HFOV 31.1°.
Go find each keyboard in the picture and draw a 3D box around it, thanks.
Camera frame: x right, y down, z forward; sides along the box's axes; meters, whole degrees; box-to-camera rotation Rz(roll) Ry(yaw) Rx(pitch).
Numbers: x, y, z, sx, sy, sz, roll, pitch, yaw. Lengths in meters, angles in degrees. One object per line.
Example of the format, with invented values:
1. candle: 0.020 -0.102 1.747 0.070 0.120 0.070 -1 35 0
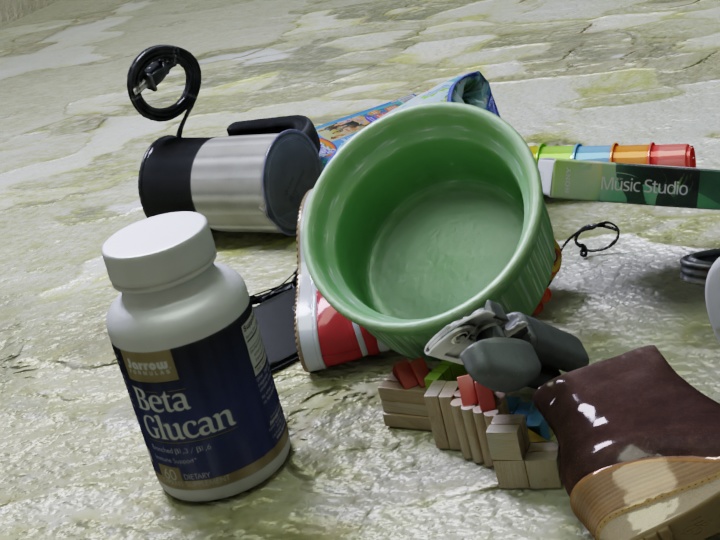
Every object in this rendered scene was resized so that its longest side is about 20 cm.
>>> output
1. keyboard: -0.048 0.043 1.221 0.199 0.040 0.104 -25 48 -25

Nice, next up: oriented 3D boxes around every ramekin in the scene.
1. ramekin: 0.062 -0.025 1.047 0.198 0.098 0.202 -11 60 19

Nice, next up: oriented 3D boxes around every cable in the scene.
1. cable: 0.324 -0.005 1.038 0.096 0.051 0.199 16 26 30

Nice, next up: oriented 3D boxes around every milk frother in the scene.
1. milk frother: -0.158 -0.148 1.467 0.186 0.200 0.182 1 57 33

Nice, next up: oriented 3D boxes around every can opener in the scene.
1. can opener: 0.113 0.068 0.920 0.053 0.067 0.199 -36 -28 20

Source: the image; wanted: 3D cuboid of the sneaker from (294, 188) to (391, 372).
1. sneaker: 0.000 0.000 1.174 0.111 0.072 0.201 -9 50 9

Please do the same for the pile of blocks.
1. pile of blocks: 0.087 0.095 0.961 0.082 0.063 0.199 -26 26 -26

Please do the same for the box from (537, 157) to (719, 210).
1. box: 0.253 -0.073 1.101 0.198 0.037 0.144 3 5 2

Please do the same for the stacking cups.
1. stacking cups: 0.247 -0.107 1.347 0.198 0.061 0.061 -1 26 22

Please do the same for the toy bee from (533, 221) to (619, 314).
1. toy bee: 0.136 -0.020 1.144 0.198 0.132 0.109 -1 48 5

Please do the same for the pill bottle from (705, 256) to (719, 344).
1. pill bottle: 0.361 0.002 0.945 0.199 0.113 0.112 -23 24 -21

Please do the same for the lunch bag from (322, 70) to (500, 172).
1. lunch bag: 0.060 -0.118 1.341 0.169 0.128 0.201 -29 25 21

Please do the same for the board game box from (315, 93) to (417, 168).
1. board game box: 0.007 -0.158 1.617 0.198 0.045 0.152 -19 24 -12

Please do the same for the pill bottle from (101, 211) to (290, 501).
1. pill bottle: -0.129 0.063 0.984 0.110 0.202 0.111 -12 22 5

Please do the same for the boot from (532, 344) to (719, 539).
1. boot: 0.220 0.095 0.837 0.198 0.073 0.167 -22 35 4
